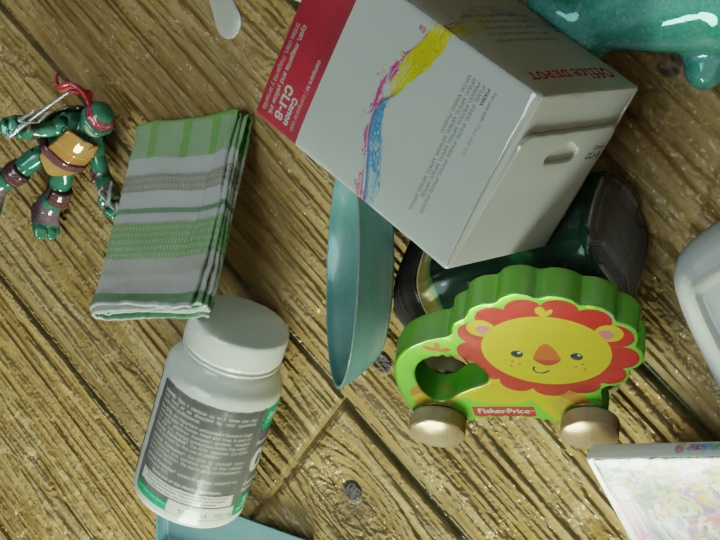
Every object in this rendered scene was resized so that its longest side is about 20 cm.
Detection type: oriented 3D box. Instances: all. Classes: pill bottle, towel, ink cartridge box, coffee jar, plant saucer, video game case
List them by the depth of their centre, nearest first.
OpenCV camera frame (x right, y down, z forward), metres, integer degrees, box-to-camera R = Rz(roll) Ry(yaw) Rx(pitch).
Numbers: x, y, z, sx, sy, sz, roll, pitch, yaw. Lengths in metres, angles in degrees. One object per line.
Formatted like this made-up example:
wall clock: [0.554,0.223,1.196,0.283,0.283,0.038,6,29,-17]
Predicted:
ink cartridge box: [0.060,-0.120,1.030,0.200,0.145,0.145,41,120,26]
video game case: [0.286,0.182,1.090,0.199,0.018,0.143,-7,127,37]
coffee jar: [0.122,-0.005,1.154,0.200,0.104,0.085,-18,125,37]
plant saucer: [0.000,0.000,1.228,0.036,0.200,0.201,3,107,-9]
towel: [-0.180,-0.053,1.354,0.149,0.031,0.201,-2,69,35]
pill bottle: [-0.139,0.132,1.371,0.113,0.113,0.201,32,118,26]
plant saucer: [-0.127,0.273,1.455,0.199,0.019,0.070,12,107,33]

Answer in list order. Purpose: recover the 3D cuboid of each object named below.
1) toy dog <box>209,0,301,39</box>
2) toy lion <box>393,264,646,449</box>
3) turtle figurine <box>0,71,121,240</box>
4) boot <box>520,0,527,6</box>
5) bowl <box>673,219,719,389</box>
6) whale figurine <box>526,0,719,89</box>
toy dog: [-0.072,-0.252,1.250,0.200,0.132,0.097,23,148,37]
toy lion: [0.119,0.063,1.112,0.199,0.069,0.192,-2,144,17]
turtle figurine: [-0.294,-0.110,1.441,0.150,0.101,0.200,37,131,-18]
boot: [0.104,-0.261,1.077,0.073,0.155,0.201,-11,96,36]
bowl: [0.326,0.036,1.037,0.200,0.075,0.200,-31,81,38]
whale figurine: [0.214,-0.199,1.022,0.199,0.104,0.160,-21,96,20]
